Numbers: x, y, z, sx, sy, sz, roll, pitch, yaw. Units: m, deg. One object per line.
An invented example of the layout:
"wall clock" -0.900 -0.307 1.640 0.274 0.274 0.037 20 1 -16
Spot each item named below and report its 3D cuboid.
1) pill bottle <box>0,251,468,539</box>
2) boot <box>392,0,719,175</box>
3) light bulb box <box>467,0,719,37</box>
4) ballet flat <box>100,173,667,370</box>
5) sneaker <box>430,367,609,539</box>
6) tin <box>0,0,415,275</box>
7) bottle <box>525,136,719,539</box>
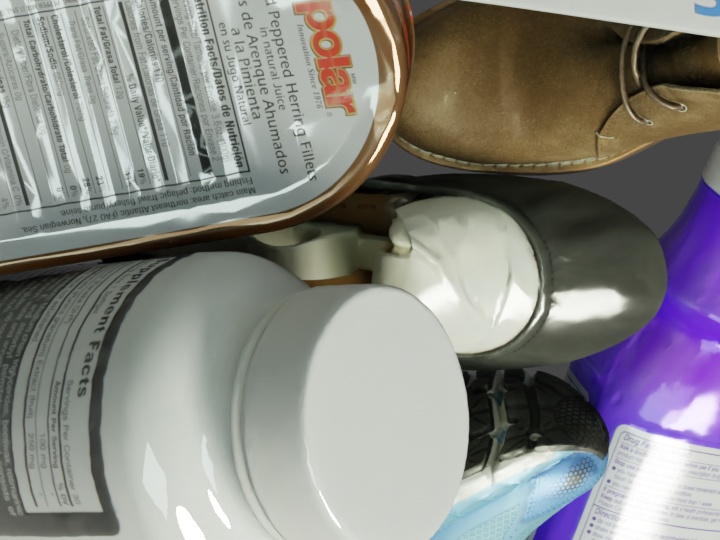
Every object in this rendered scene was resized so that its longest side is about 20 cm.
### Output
"pill bottle" -0.069 0.051 0.807 0.199 0.111 0.111 -5 119 38
"boot" 0.094 -0.071 0.816 0.199 0.075 0.074 -6 92 16
"light bulb box" 0.113 -0.180 0.726 0.197 0.125 0.201 10 117 17
"ballet flat" 0.000 0.000 0.847 0.199 0.068 0.068 6 103 18
"sneaker" 0.019 0.111 0.889 0.090 0.078 0.200 41 121 -13
"tin" -0.082 -0.058 0.791 0.199 0.042 0.112 -10 119 8
"bottle" 0.110 0.051 0.887 0.083 0.065 0.201 10 112 -24
